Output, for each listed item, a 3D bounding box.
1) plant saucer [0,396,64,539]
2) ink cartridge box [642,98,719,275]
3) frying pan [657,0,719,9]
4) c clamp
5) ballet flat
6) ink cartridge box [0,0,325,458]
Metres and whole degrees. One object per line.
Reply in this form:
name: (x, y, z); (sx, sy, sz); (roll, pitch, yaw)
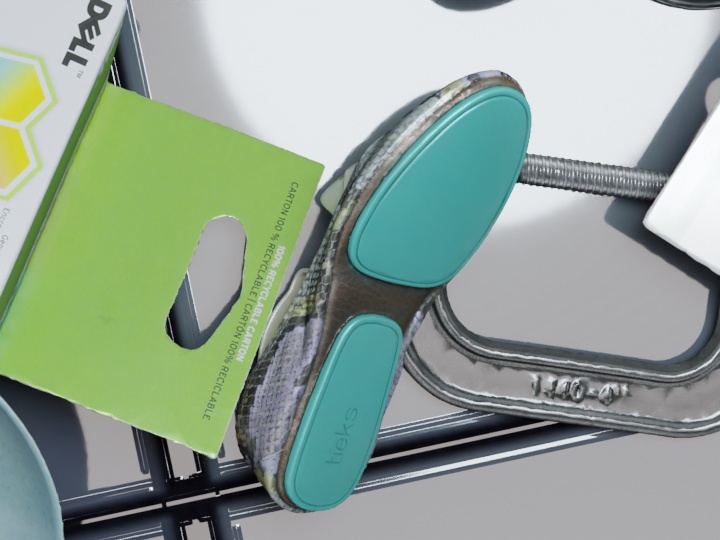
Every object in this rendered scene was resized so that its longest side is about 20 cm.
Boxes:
plant saucer: (-0.214, 0.088, 0.850); (0.201, 0.039, 0.201); (3, 119, 5)
ink cartridge box: (0.239, -0.032, 0.893); (0.200, 0.047, 0.160); (32, 91, -5)
frying pan: (0.135, -0.204, 0.891); (0.115, 0.031, 0.190); (-20, 97, -3)
c clamp: (0.112, -0.014, 0.901); (0.200, 0.027, 0.171); (2, 98, -5)
ballet flat: (0.000, 0.000, 0.864); (0.072, 0.072, 0.201); (25, 102, -4)
ink cartridge box: (-0.121, -0.035, 0.831); (0.200, 0.076, 0.148); (21, 65, -4)
